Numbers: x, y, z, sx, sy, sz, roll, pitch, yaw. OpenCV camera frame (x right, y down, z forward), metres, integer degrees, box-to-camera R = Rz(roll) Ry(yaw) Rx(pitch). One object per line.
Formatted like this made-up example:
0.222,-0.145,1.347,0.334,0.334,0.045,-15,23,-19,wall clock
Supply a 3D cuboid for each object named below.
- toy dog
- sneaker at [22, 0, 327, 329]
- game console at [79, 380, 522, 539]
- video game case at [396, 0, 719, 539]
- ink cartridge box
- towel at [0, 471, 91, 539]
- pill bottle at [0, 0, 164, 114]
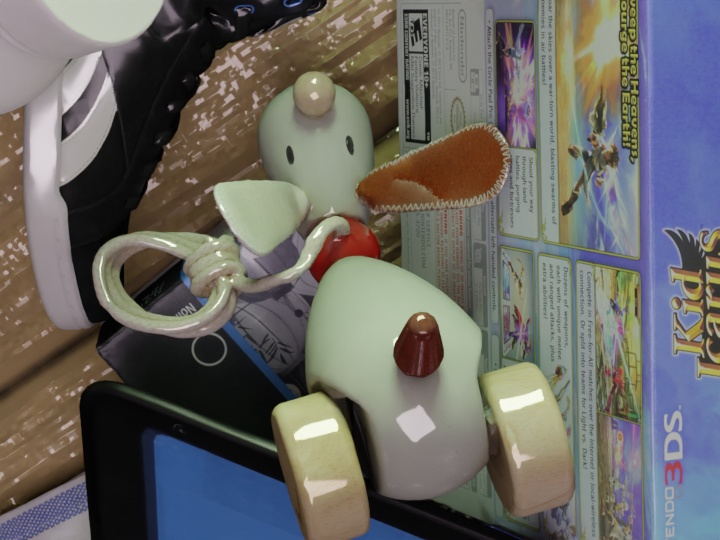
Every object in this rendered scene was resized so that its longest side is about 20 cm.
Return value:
0.000,0.000,0.781,0.131,0.200,0.097,-28,145,-23,toy dog
-0.068,-0.074,0.856,0.111,0.073,0.202,0,107,0,sneaker
-0.030,0.159,0.832,0.199,0.116,0.177,20,83,16,game console
0.071,-0.005,0.809,0.045,0.181,0.202,-4,98,-24,video game case
-0.005,0.068,0.925,0.099,0.039,0.200,-39,106,10,ink cartridge box
-0.125,0.195,0.920,0.146,0.024,0.201,-28,74,8,towel
-0.167,-0.101,0.783,0.199,0.113,0.114,-9,112,33,pill bottle
